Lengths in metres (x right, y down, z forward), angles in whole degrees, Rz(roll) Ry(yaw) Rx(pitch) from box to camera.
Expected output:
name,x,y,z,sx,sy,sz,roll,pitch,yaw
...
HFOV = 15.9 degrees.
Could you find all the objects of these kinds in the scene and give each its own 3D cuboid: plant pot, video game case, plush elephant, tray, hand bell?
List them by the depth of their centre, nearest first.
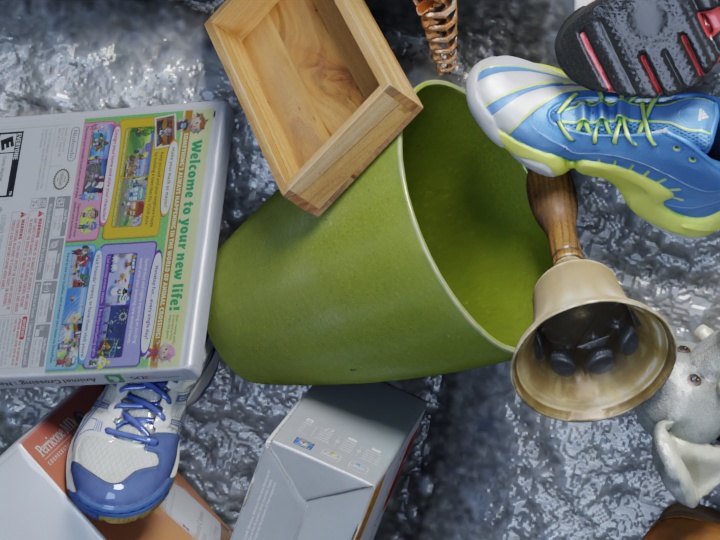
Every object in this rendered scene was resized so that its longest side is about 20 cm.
name,x,y,z,sx,sy,sz,roll,pitch,yaw
plush elephant,0.243,0.069,1.642,0.200,0.155,0.165,-49,47,31
hand bell,0.130,-0.010,1.645,0.104,0.200,0.104,-5,133,-5
tray,-0.032,-0.132,1.649,0.037,0.200,0.099,31,111,-38
plant pot,0.000,0.000,1.687,0.200,0.187,0.187,-23,97,29
video game case,-0.181,-0.017,1.716,0.182,0.022,0.201,-3,62,18

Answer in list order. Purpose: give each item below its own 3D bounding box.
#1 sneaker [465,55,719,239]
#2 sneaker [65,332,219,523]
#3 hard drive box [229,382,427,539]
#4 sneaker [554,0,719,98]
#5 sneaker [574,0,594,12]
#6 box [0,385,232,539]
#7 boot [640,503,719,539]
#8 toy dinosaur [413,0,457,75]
name,x,y,z,sx,sy,sz,roll,pitch,yaw
sneaker,0.170,-0.097,1.640,0.200,0.076,0.105,25,144,-18
sneaker,-0.144,0.077,1.702,0.075,0.200,0.088,13,132,4
hard drive box,-0.032,0.165,1.705,0.077,0.200,0.156,22,107,5
sneaker,0.220,-0.161,1.611,0.200,0.087,0.074,-20,97,10
sneaker,0.198,-0.220,1.638,0.112,0.073,0.201,6,104,9
box,-0.176,0.198,1.763,0.106,0.152,0.200,-41,93,21
boot,0.277,0.207,1.675,0.199,0.155,0.077,17,105,7
toy dinosaur,0.055,-0.229,1.622,0.102,0.136,0.200,38,126,20
